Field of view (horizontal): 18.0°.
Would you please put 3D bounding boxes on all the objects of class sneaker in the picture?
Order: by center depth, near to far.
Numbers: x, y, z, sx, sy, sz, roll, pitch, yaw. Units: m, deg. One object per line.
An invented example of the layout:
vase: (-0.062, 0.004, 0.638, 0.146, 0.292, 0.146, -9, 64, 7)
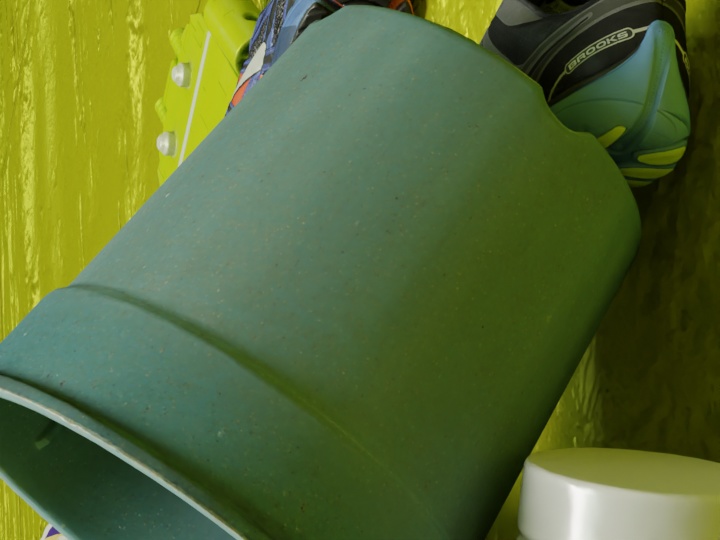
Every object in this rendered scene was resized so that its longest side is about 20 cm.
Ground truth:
sneaker: (0.072, -0.068, 0.886, 0.200, 0.071, 0.083, -17, 58, 66)
sneaker: (-0.031, -0.088, 1.143, 0.200, 0.075, 0.079, -57, 30, 36)

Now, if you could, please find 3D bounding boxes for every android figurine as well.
android figurine: (-0.080, -0.070, 1.295, 0.200, 0.041, 0.182, -120, 38, -51)

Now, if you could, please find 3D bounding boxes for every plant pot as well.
plant pot: (-0.012, 0.025, 0.806, 0.196, 0.200, 0.200, -55, 14, -19)

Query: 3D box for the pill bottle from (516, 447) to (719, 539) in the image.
pill bottle: (0.084, 0.164, 0.749, 0.111, 0.111, 0.201, -162, 75, -68)

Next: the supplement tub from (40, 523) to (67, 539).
supplement tub: (-0.133, 0.232, 1.148, 0.200, 0.145, 0.145, -64, 9, -31)
